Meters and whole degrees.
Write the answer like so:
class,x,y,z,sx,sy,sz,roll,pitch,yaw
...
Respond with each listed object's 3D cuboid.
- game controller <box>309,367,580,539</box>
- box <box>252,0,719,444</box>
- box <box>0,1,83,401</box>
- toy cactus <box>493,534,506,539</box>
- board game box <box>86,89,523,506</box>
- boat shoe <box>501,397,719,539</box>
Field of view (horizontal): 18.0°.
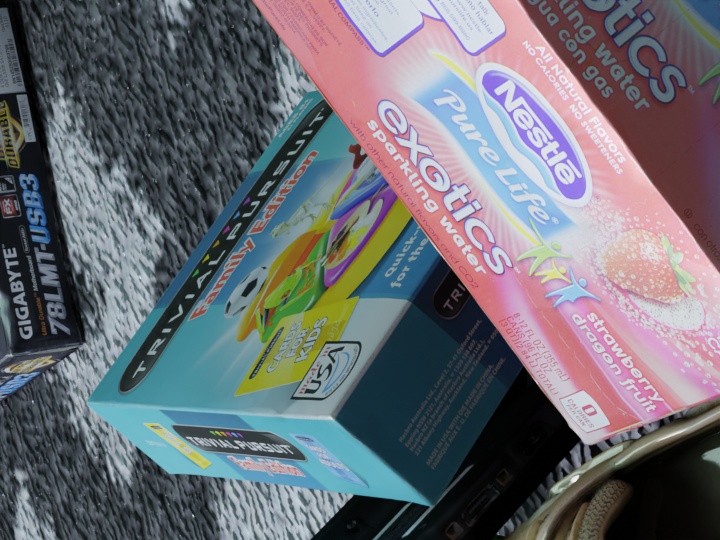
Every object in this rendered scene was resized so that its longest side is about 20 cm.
class,x,y,z,sx,sy,sz,roll,pitch,yaw
game controller,0.016,0.089,0.716,0.042,0.200,0.104,52,147,-9
box,0.056,-0.066,0.609,0.200,0.095,0.103,53,150,-3
box,-0.228,-0.027,1.293,0.200,0.050,0.199,-30,69,61
toy cactus,0.069,0.164,0.741,0.200,0.102,0.165,-39,72,47
board game box,0.000,0.000,0.767,0.151,0.047,0.200,-56,22,-18
boat shoe,0.073,0.082,0.639,0.200,0.064,0.071,-40,58,25
